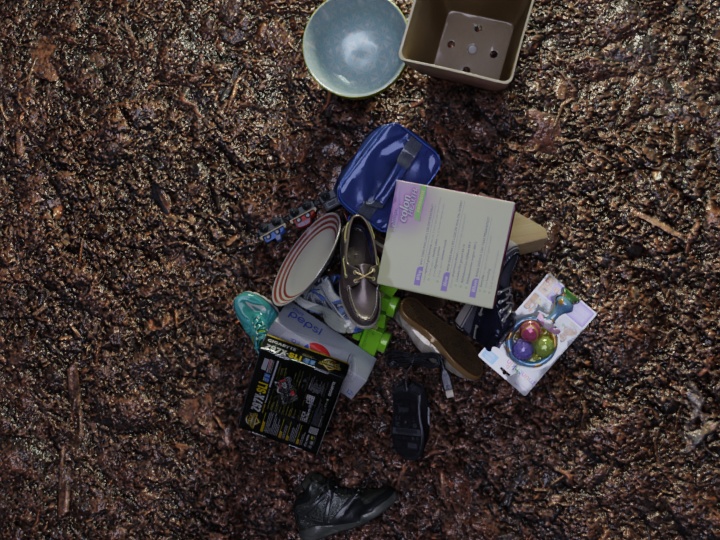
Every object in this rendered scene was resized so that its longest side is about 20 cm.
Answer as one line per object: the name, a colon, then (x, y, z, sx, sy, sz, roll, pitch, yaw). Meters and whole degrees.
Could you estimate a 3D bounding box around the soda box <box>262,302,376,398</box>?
soda box: (-0.074, 0.146, 1.486, 0.200, 0.068, 0.064, 34, 128, -2)

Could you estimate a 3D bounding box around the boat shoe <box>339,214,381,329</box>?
boat shoe: (0.000, 0.000, 1.392, 0.071, 0.060, 0.201, 0, 63, -9)

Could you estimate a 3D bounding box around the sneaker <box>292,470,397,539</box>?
sneaker: (-0.036, 0.414, 1.490, 0.199, 0.076, 0.115, -21, 90, 12)

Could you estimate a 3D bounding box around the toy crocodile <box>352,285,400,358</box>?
toy crocodile: (0.033, 0.086, 1.487, 0.067, 0.062, 0.201, 20, 120, 12)

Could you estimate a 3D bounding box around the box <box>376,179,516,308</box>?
box: (0.146, -0.046, 1.359, 0.199, 0.097, 0.177, 12, 96, 11)

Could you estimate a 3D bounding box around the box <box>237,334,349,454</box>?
box: (-0.123, 0.228, 1.469, 0.159, 0.049, 0.201, 20, 122, 2)

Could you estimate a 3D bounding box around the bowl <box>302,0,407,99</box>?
bowl: (-0.001, -0.408, 1.519, 0.199, 0.108, 0.201, 0, 87, 9)

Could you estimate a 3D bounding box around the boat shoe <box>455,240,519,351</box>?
boat shoe: (0.249, 0.050, 1.434, 0.093, 0.074, 0.201, 43, 127, 29)

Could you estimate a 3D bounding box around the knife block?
knife block: (0.211, -0.041, 1.462, 0.199, 0.064, 0.176, 30, 73, 9)

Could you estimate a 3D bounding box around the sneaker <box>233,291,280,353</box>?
sneaker: (-0.174, 0.124, 1.527, 0.077, 0.080, 0.200, -35, 81, 5)

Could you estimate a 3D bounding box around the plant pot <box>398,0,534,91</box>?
plant pot: (0.196, -0.425, 1.455, 0.199, 0.177, 0.201, 16, 89, 10)

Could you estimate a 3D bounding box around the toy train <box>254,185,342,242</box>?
toy train: (-0.111, -0.104, 1.557, 0.199, 0.034, 0.046, -27, 94, 5)

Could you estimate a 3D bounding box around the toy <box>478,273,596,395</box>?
toy: (0.321, 0.116, 1.466, 0.115, 0.047, 0.200, 41, 90, 4)

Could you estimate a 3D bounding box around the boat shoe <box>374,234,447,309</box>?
boat shoe: (0.085, -0.012, 1.505, 0.202, 0.075, 0.075, 38, 58, 1)

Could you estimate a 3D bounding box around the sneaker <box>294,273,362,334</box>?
sneaker: (-0.054, 0.040, 1.480, 0.200, 0.077, 0.086, 30, 112, 44)

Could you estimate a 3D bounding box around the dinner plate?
dinner plate: (-0.094, -0.017, 1.481, 0.024, 0.200, 0.200, 36, 93, -22)

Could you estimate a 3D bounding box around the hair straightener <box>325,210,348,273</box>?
hair straightener: (-0.026, -0.009, 1.533, 0.077, 0.041, 0.201, -22, 89, -7)

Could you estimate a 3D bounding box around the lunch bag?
lunch bag: (0.041, -0.165, 1.470, 0.136, 0.132, 0.200, 34, 93, -9)

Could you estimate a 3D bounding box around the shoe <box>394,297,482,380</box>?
shoe: (0.142, 0.131, 1.497, 0.200, 0.070, 0.053, 44, 137, 4)

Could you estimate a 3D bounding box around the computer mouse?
computer mouse: (0.117, 0.241, 1.474, 0.140, 0.046, 0.201, -10, 84, 38)
